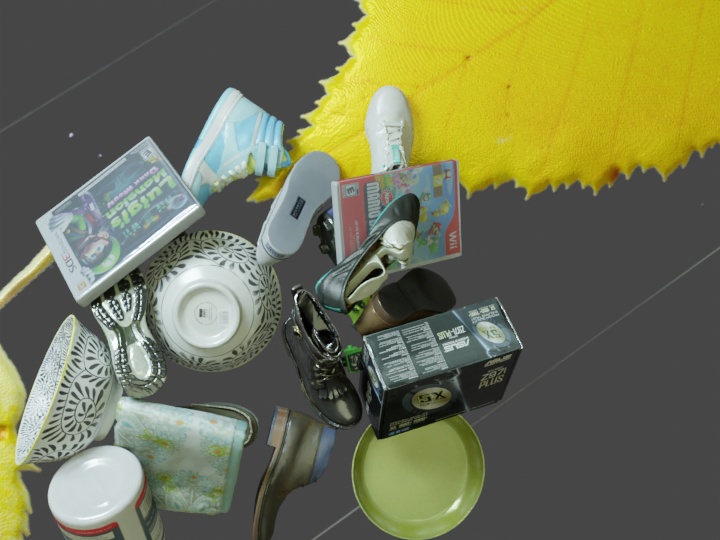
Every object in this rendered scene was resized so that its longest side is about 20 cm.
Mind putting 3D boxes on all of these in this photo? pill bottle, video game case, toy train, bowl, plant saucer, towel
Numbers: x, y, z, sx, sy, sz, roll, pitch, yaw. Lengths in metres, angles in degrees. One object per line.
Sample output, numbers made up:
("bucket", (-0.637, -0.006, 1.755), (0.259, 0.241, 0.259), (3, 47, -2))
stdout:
("pill bottle", (-0.322, 0.337, 1.161), (0.119, 0.120, 0.201), (-12, 130, -9))
("video game case", (-0.325, -0.071, 1.188), (0.200, 0.023, 0.182), (-38, 52, -5))
("toy train", (0.067, 0.109, 1.292), (0.198, 0.056, 0.042), (-15, 92, -8))
("bowl", (-0.207, 0.053, 1.211), (0.199, 0.094, 0.203), (-1, 100, -5))
("video game case", (0.054, -0.070, 1.241), (0.199, 0.017, 0.144), (-14, 110, -27))
("bowl", (-0.372, 0.168, 1.169), (0.094, 0.200, 0.202), (22, 86, -25))
("plant saucer", (0.083, 0.291, 1.306), (0.198, 0.031, 0.202), (0, 90, -9))
("towel", (-0.247, 0.255, 1.192), (0.170, 0.048, 0.201), (11, 131, -8))

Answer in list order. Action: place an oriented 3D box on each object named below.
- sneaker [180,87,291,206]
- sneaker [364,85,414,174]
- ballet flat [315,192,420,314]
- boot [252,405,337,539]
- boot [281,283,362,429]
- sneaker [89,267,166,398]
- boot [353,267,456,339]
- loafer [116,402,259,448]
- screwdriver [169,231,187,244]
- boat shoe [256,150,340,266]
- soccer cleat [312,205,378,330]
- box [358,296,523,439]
("sneaker", (-0.172, -0.142, 1.247), (0.130, 0.080, 0.201), (26, 87, -6))
("sneaker", (0.046, -0.168, 1.274), (0.075, 0.088, 0.202), (3, 90, -9))
("ballet flat", (0.027, -0.016, 1.189), (0.200, 0.068, 0.068), (-48, 137, -9))
("boot", (-0.095, 0.300, 1.256), (0.096, 0.075, 0.202), (11, 86, -5))
("boot", (-0.051, 0.123, 1.203), (0.069, 0.174, 0.201), (-31, 85, -16))
("sneaker", (-0.311, 0.081, 1.178), (0.076, 0.089, 0.201), (-12, 71, -18))
("boot", (0.063, 0.050, 1.258), (0.075, 0.199, 0.074), (-44, 72, 34))
("loafer", (-0.241, 0.223, 1.237), (0.198, 0.070, 0.076), (1, 89, -8))
("screwdriver", (-0.224, 0.019, 1.271), (0.028, 0.029, 0.201), (-29, 102, -8))
("boat shoe", (-0.094, -0.089, 1.248), (0.073, 0.065, 0.201), (41, 51, -12))
("soccer cleat", (0.000, 0.000, 1.281), (0.083, 0.064, 0.202), (-28, 101, -35))
("box", (0.105, 0.138, 1.228), (0.198, 0.164, 0.087), (-15, 58, -13))
